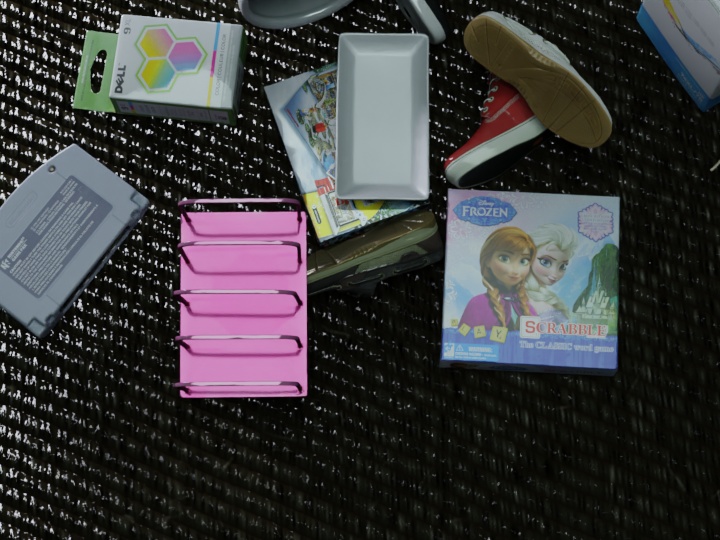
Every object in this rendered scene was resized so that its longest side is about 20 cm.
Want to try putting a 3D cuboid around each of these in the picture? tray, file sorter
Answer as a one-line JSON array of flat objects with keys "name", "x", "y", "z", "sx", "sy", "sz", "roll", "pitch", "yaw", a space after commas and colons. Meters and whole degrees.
[{"name": "tray", "x": 0.026, "y": -0.174, "z": 1.669, "sx": 0.106, "sy": 0.022, "sz": 0.202, "roll": 0, "pitch": 75, "yaw": 1}, {"name": "file sorter", "x": -0.125, "y": 0.029, "z": 1.536, "sx": 0.137, "sy": 0.125, "sz": 0.203, "roll": 0, "pitch": 82, "yaw": -1}]

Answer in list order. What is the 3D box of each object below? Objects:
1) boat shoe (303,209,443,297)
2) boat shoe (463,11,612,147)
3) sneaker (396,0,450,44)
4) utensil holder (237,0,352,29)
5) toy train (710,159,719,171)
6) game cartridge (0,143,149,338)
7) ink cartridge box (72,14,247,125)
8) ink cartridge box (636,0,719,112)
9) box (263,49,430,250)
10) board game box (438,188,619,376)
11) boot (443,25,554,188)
[{"name": "boat shoe", "x": 0.000, "y": -0.001, "z": 1.640, "sx": 0.199, "sy": 0.072, "sz": 0.066, "roll": -24, "pitch": 109, "yaw": 3}, {"name": "boat shoe", "x": 0.207, "y": -0.222, "z": 1.635, "sx": 0.200, "sy": 0.071, "sz": 0.069, "roll": 43, "pitch": 36, "yaw": -2}, {"name": "sneaker", "x": 0.077, "y": -0.373, "z": 1.732, "sx": 0.111, "sy": 0.073, "sz": 0.201, "roll": -31, "pitch": 75, "yaw": -5}, {"name": "utensil holder", "x": -0.091, "y": -0.412, "z": 1.699, "sx": 0.168, "sy": 0.170, "sz": 0.202, "roll": -20, "pitch": 74, "yaw": -4}, {"name": "toy train", "x": 0.496, "y": -0.149, "z": 1.667, "sx": 0.116, "sy": 0.085, "sz": 0.200, "roll": 41, "pitch": 80, "yaw": -3}, {"name": "game cartridge", "x": -0.352, "y": -0.039, "z": 1.675, "sx": 0.133, "sy": 0.041, "sz": 0.201, "roll": 37, "pitch": 79, "yaw": 6}, {"name": "ink cartridge box", "x": -0.237, "y": -0.237, "z": 1.711, "sx": 0.198, "sy": 0.059, "sz": 0.105, "roll": 6, "pitch": 76, "yaw": 3}, {"name": "ink cartridge box", "x": 0.422, "y": -0.304, "z": 1.641, "sx": 0.146, "sy": 0.200, "sz": 0.147, "roll": -31, "pitch": 77, "yaw": -6}, {"name": "box", "x": -0.016, "y": -0.140, "z": 1.691, "sx": 0.135, "sy": 0.038, "sz": 0.202, "roll": -19, "pitch": 76, "yaw": -4}, {"name": "board game box", "x": 0.190, "y": 0.013, "z": 1.645, "sx": 0.197, "sy": 0.041, "sz": 0.202, "roll": 2, "pitch": 75, "yaw": 2}, {"name": "boot", "x": 0.149, "y": -0.195, "z": 1.688, "sx": 0.199, "sy": 0.073, "sz": 0.145, "roll": -34, "pitch": 77, "yaw": -16}]
